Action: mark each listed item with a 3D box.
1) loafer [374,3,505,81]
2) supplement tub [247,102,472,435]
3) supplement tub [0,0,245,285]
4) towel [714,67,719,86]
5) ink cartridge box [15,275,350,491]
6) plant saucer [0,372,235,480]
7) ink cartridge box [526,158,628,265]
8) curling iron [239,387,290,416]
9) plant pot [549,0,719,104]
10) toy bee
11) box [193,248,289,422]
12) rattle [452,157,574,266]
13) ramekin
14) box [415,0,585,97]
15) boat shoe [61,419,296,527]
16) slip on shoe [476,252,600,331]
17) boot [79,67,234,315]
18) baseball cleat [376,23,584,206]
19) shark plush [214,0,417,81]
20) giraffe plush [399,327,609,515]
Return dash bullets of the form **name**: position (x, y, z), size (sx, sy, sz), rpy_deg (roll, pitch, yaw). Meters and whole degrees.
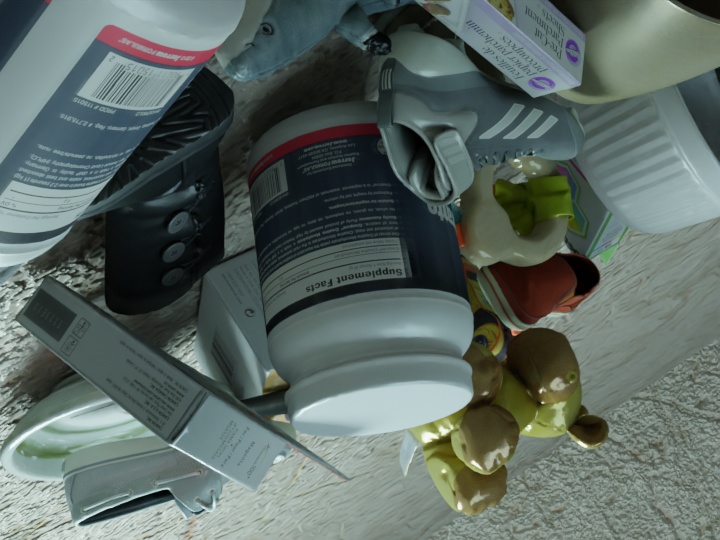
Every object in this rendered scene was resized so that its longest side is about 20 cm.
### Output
- **loafer**: position (0.072, -0.148, 0.846), size (0.075, 0.070, 0.200), rpy_deg (-39, 159, 11)
- **supplement tub**: position (0.000, 0.000, 0.814), size (0.139, 0.201, 0.140), rpy_deg (-8, 159, -3)
- **supplement tub**: position (-0.158, -0.092, 0.515), size (0.200, 0.141, 0.140), rpy_deg (-44, 158, 24)
- **towel**: position (0.298, -0.197, 0.911), size (0.034, 0.201, 0.193), rpy_deg (-14, 160, 5)
- **ink cartridge box**: position (-0.124, 0.091, 0.824), size (0.044, 0.200, 0.174), rpy_deg (-55, 138, -8)
- **plant saucer**: position (-0.206, 0.119, 0.998), size (0.199, 0.050, 0.200), rpy_deg (-16, 157, -7)
- **ink cartridge box**: position (0.223, -0.078, 1.184), size (0.059, 0.104, 0.200), rpy_deg (-28, 159, -17)
- **curling iron**: position (-0.046, 0.113, 0.996), size (0.050, 0.026, 0.199), rpy_deg (-48, 155, 26)
- **plant pot**: position (0.192, -0.199, 0.806), size (0.187, 0.188, 0.200), rpy_deg (-26, 171, -23)
- **toy bee**: position (0.118, 0.057, 1.158), size (0.108, 0.201, 0.131), rpy_deg (-27, 169, 29)
- **box**: position (-0.033, 0.040, 1.045), size (0.199, 0.107, 0.153), rpy_deg (-25, 157, -24)
- **rattle**: position (0.089, -0.046, 1.067), size (0.142, 0.131, 0.200), rpy_deg (3, -150, 44)
- **ramekin**: position (0.250, -0.127, 0.995), size (0.105, 0.201, 0.200), rpy_deg (-26, 167, 31)
- **box**: position (0.063, -0.169, 0.701), size (0.039, 0.042, 0.200), rpy_deg (-10, 150, 43)
- **boat shoe**: position (-0.149, 0.175, 0.992), size (0.199, 0.072, 0.070), rpy_deg (-11, 158, -2)
- **slip on shoe**: position (0.170, 0.012, 1.118), size (0.061, 0.074, 0.200), rpy_deg (-39, 161, 28)
- **boot**: position (-0.160, -0.031, 0.768), size (0.164, 0.066, 0.200), rpy_deg (-24, 162, -22)
- **baseball cleat**: position (0.076, -0.086, 0.782), size (0.199, 0.107, 0.069), rpy_deg (19, 167, -42)
- **shark plush**: position (-0.015, -0.149, 0.689), size (0.199, 0.083, 0.091), rpy_deg (-8, 147, -50)
- **giraffe plush**: position (0.127, 0.112, 1.022), size (0.161, 0.173, 0.200), rpy_deg (-13, 160, -18)
